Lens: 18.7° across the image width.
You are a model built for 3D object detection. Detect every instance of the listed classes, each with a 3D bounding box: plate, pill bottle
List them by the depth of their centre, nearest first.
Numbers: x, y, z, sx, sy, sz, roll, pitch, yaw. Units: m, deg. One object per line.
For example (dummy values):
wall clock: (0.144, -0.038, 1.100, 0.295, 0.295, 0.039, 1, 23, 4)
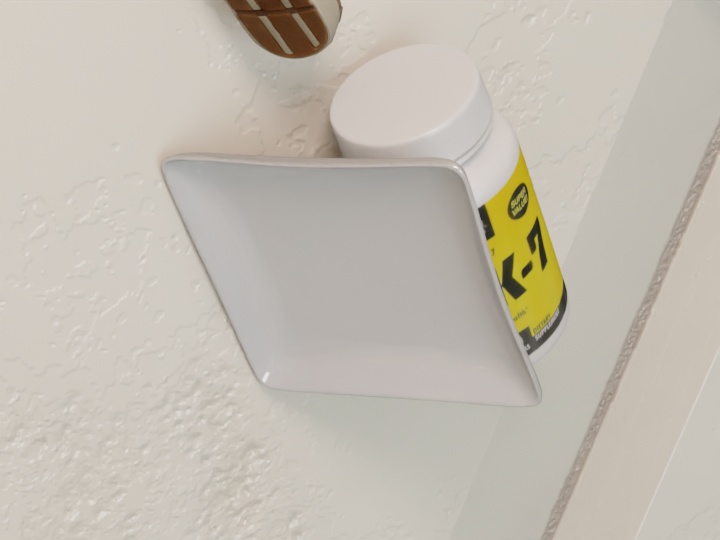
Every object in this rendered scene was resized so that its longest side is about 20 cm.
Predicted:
plate: (0.000, 0.000, 1.314, 0.032, 0.198, 0.201, -64, 145, -40)
pill bottle: (0.054, -0.034, 1.363, 0.114, 0.114, 0.201, -35, 131, -15)

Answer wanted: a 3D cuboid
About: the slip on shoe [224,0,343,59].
slip on shoe: (-0.068, -0.208, 1.212, 0.200, 0.076, 0.061, 52, 41, -35)
